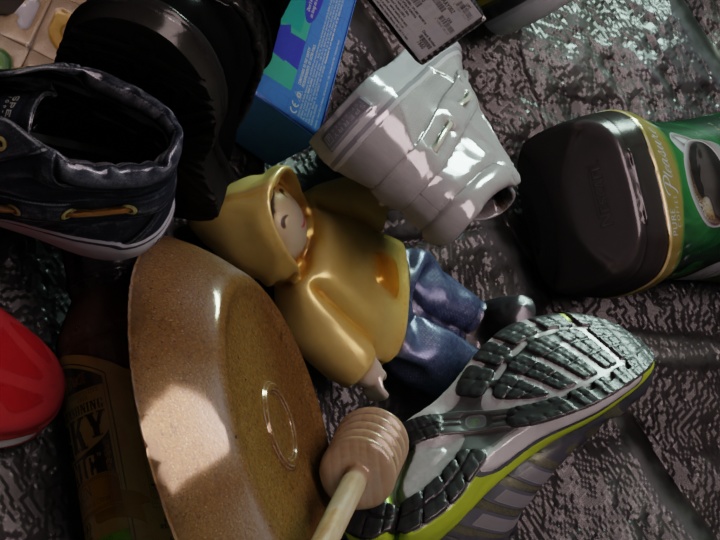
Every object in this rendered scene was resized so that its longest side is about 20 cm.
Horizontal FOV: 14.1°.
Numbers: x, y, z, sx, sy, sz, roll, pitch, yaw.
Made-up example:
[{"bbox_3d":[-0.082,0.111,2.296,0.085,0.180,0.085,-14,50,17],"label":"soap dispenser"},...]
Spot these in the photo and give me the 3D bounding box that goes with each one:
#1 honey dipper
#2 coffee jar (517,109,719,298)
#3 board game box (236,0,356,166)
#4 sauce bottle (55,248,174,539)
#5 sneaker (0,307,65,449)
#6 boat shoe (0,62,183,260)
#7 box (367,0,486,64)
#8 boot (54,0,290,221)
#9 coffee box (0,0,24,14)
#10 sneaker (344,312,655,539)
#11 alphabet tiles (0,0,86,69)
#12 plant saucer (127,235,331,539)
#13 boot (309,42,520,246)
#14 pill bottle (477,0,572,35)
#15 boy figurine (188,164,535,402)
[{"bbox_3d":[-0.012,0.114,1.325,0.038,0.038,0.200,55,19,-9],"label":"honey dipper"},{"bbox_3d":[0.179,-0.040,1.660,0.199,0.085,0.105,-4,77,-45],"label":"coffee jar"},{"bbox_3d":[-0.091,-0.170,1.495,0.200,0.045,0.153,35,52,-27],"label":"board game box"},{"bbox_3d":[-0.108,0.062,1.361,0.064,0.065,0.201,3,67,-42],"label":"sauce bottle"},{"bbox_3d":[-0.191,0.013,1.266,0.199,0.115,0.079,25,56,-33],"label":"sneaker"},{"bbox_3d":[-0.175,-0.063,1.282,0.199,0.091,0.071,11,64,-6],"label":"boat shoe"},{"bbox_3d":[-0.031,-0.217,1.390,0.200,0.047,0.193,50,10,-35],"label":"box"},{"bbox_3d":[-0.076,-0.130,1.350,0.079,0.211,0.159,19,73,4],"label":"boot"},{"bbox_3d":[-0.241,-0.186,1.308,0.199,0.080,0.114,2,70,-28],"label":"coffee box"},{"bbox_3d":[0.068,0.093,1.476,0.200,0.081,0.074,-32,52,-22],"label":"sneaker"},{"bbox_3d":[-0.190,-0.153,1.378,0.167,0.008,0.201,26,62,-9],"label":"alphabet tiles"},{"bbox_3d":[-0.052,0.076,1.356,0.200,0.035,0.201,-16,90,-76],"label":"plant saucer"},{"bbox_3d":[0.039,-0.063,1.505,0.096,0.074,0.200,44,21,0],"label":"boot"},{"bbox_3d":[0.074,-0.242,1.636,0.112,0.112,0.201,-35,96,-46],"label":"pill bottle"},{"bbox_3d":[0.000,0.000,1.491,0.200,0.064,0.125,33,53,-32],"label":"boy figurine"}]
